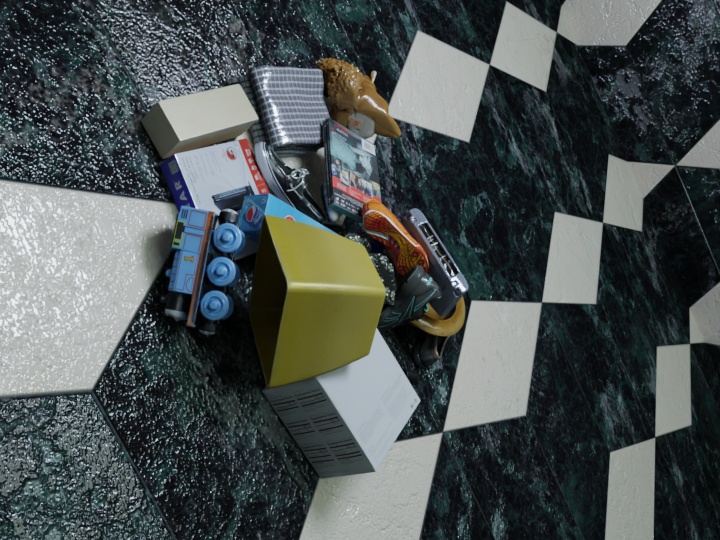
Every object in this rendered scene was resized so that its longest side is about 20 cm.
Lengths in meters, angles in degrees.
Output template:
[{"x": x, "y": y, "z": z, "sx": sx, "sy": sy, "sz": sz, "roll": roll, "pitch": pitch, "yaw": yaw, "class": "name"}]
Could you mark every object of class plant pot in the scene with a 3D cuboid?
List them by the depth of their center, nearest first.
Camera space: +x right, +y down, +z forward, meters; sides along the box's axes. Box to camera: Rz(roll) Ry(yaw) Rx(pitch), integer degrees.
[{"x": -0.070, "y": 0.049, "z": 1.197, "sx": 0.173, "sy": 0.202, "sz": 0.201, "roll": 2, "pitch": 34, "yaw": -21, "class": "plant pot"}]

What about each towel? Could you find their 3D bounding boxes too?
[{"x": -0.137, "y": -0.318, "z": 1.467, "sx": 0.199, "sy": 0.085, "sz": 0.168, "roll": -17, "pitch": 89, "yaw": -51, "class": "towel"}]

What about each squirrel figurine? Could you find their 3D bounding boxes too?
[{"x": -0.010, "y": -0.381, "z": 1.590, "sx": 0.201, "sy": 0.140, "sz": 0.188, "roll": 54, "pitch": 27, "yaw": -35, "class": "squirrel figurine"}]

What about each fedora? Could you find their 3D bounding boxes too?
[{"x": 0.135, "y": 0.066, "z": 1.612, "sx": 0.198, "sy": 0.082, "sz": 0.203, "roll": 18, "pitch": 54, "yaw": -27, "class": "fedora"}]

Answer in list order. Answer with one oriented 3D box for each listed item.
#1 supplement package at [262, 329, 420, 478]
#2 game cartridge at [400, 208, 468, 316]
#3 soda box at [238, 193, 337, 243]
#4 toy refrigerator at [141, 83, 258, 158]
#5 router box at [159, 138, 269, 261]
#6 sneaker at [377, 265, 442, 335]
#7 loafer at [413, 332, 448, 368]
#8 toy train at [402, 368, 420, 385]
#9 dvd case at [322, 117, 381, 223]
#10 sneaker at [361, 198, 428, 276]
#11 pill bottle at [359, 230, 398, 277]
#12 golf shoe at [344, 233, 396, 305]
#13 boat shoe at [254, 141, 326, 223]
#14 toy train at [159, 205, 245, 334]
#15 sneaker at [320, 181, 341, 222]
[{"x": -0.030, "y": 0.223, "z": 1.318, "sx": 0.202, "sy": 0.146, "sz": 0.191, "roll": 58, "pitch": 41, "yaw": -14, "class": "supplement package"}, {"x": 0.139, "y": -0.012, "z": 1.510, "sx": 0.040, "sy": 0.134, "sz": 0.202, "roll": -22, "pitch": 72, "yaw": -28, "class": "game cartridge"}, {"x": -0.125, "y": -0.066, "z": 1.311, "sx": 0.199, "sy": 0.063, "sz": 0.069, "roll": 29, "pitch": 67, "yaw": -50, "class": "soda box"}, {"x": -0.279, "y": -0.263, "z": 1.295, "sx": 0.199, "sy": 0.070, "sz": 0.077, "roll": -33, "pitch": 93, "yaw": -51, "class": "toy refrigerator"}, {"x": -0.235, "y": -0.117, "z": 1.298, "sx": 0.179, "sy": 0.048, "sz": 0.203, "roll": -27, "pitch": 96, "yaw": -51, "class": "router box"}, {"x": 0.084, "y": 0.081, "z": 1.470, "sx": 0.079, "sy": 0.200, "sz": 0.076, "roll": 34, "pitch": 37, "yaw": -7, "class": "sneaker"}, {"x": 0.181, "y": 0.139, "z": 1.664, "sx": 0.072, "sy": 0.062, "sz": 0.201, "roll": 51, "pitch": 43, "yaw": -22, "class": "loafer"}, {"x": 0.054, "y": 0.206, "z": 1.502, "sx": 0.198, "sy": 0.045, "sz": 0.035, "roll": 22, "pitch": 59, "yaw": -43, "class": "toy train"}, {"x": -0.015, "y": -0.192, "z": 1.477, "sx": 0.145, "sy": 0.022, "sz": 0.203, "roll": 21, "pitch": 55, "yaw": -43, "class": "dvd case"}, {"x": 0.074, "y": -0.062, "z": 1.448, "sx": 0.201, "sy": 0.072, "sz": 0.078, "roll": 52, "pitch": 21, "yaw": -29, "class": "sneaker"}, {"x": 0.010, "y": 0.020, "z": 1.478, "sx": 0.112, "sy": 0.111, "sz": 0.201, "roll": 50, "pitch": 43, "yaw": -23, "class": "pill bottle"}, {"x": 0.000, "y": 0.000, "z": 1.357, "sx": 0.200, "sy": 0.087, "sz": 0.078, "roll": 46, "pitch": 45, "yaw": -44, "class": "golf shoe"}, {"x": -0.129, "y": -0.163, "z": 1.393, "sx": 0.201, "sy": 0.067, "sz": 0.074, "roll": 61, "pitch": 14, "yaw": -25, "class": "boat shoe"}, {"x": -0.251, "y": -0.003, "z": 1.176, "sx": 0.112, "sy": 0.087, "sz": 0.204, "roll": 10, "pitch": 86, "yaw": -2, "class": "toy train"}, {"x": -0.034, "y": -0.157, "z": 1.493, "sx": 0.201, "sy": 0.071, "sz": 0.073, "roll": -67, "pitch": 147, "yaw": -60, "class": "sneaker"}]
